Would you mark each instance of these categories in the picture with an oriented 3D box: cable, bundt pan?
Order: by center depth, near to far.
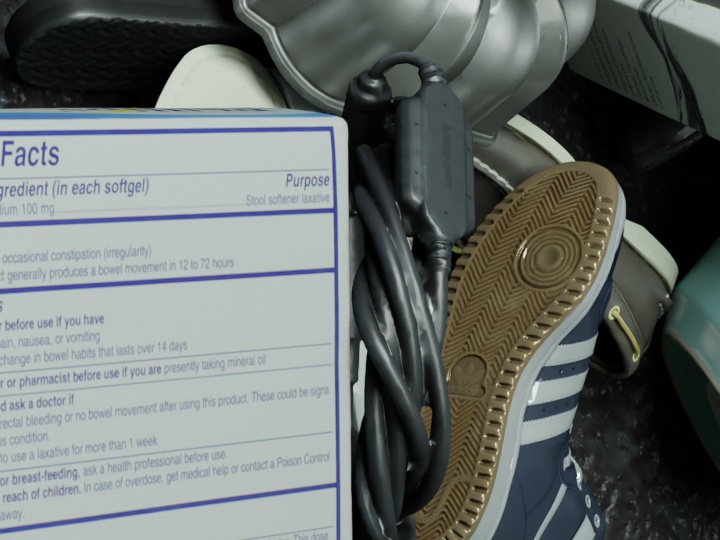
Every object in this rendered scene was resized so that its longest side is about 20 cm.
[{"bbox_3d":[-0.001,0.026,0.983,0.050,0.163,0.201,10,52,-16],"label":"cable"},{"bbox_3d":[0.030,-0.154,1.090,0.201,0.076,0.203,21,58,-37],"label":"bundt pan"}]

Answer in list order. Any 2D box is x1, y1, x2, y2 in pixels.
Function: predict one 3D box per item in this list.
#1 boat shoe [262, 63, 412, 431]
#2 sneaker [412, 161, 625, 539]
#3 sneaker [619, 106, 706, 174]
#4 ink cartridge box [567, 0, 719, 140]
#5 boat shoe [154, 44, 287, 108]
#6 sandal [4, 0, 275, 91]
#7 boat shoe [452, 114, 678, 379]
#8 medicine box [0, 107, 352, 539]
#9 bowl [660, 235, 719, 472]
[{"bbox_3d":[0.000,0.000,1.124,0.065,0.072,0.201,-16,105,-23],"label":"boat shoe"},{"bbox_3d":[0.081,0.057,1.155,0.108,0.070,0.201,42,67,-49],"label":"sneaker"},{"bbox_3d":[0.176,-0.132,1.296,0.089,0.074,0.200,48,58,-11],"label":"sneaker"},{"bbox_3d":[0.200,-0.134,1.173,0.145,0.200,0.084,-46,137,-15],"label":"ink cartridge box"},{"bbox_3d":[-0.067,0.005,1.046,0.072,0.060,0.203,10,65,-20],"label":"boat shoe"},{"bbox_3d":[-0.061,-0.110,1.099,0.200,0.075,0.048,3,60,-38],"label":"sandal"},{"bbox_3d":[0.077,-0.018,1.202,0.201,0.071,0.061,36,63,-35],"label":"boat shoe"},{"bbox_3d":[-0.102,0.044,0.882,0.181,0.103,0.201,-3,94,-41],"label":"medicine box"},{"bbox_3d":[0.221,0.054,1.258,0.105,0.201,0.202,-28,108,-5],"label":"bowl"}]
